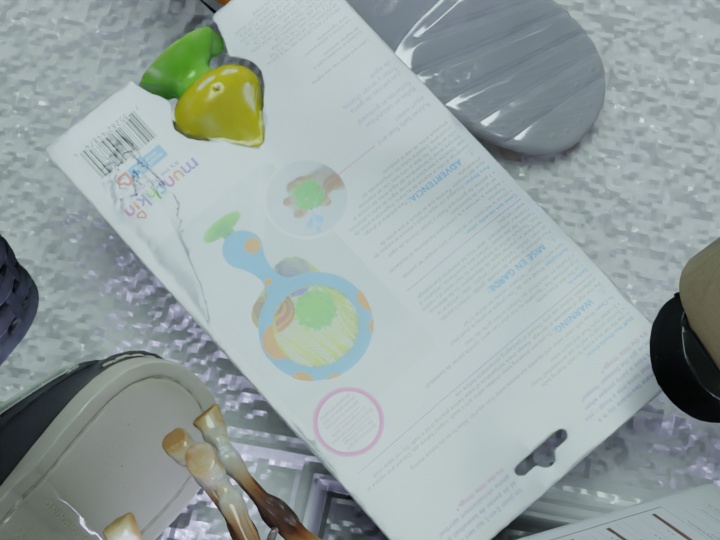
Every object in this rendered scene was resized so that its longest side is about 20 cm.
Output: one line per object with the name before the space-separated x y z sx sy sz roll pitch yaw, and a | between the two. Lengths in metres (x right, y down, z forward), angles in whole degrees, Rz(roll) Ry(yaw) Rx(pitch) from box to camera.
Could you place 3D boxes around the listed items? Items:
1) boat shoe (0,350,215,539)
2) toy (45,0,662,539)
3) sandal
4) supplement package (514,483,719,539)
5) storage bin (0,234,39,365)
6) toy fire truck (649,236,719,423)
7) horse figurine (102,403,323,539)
boat shoe | -0.133 0.099 0.921 0.200 0.073 0.063 -41 24 -16
toy | 0.000 0.000 0.970 0.115 0.047 0.200 -39 80 -13
sandal | -0.009 -0.101 1.034 0.206 0.059 0.079 35 72 -5
supplement package | 0.085 0.144 0.785 0.117 0.200 0.117 36 105 19
storage bin | -0.207 0.030 0.807 0.135 0.094 0.200 15 56 42
toy fire truck | 0.213 0.028 0.924 0.200 0.129 0.176 -35 90 -25
horse figurine | -0.012 0.102 0.821 0.050 0.200 0.133 -40 93 5
